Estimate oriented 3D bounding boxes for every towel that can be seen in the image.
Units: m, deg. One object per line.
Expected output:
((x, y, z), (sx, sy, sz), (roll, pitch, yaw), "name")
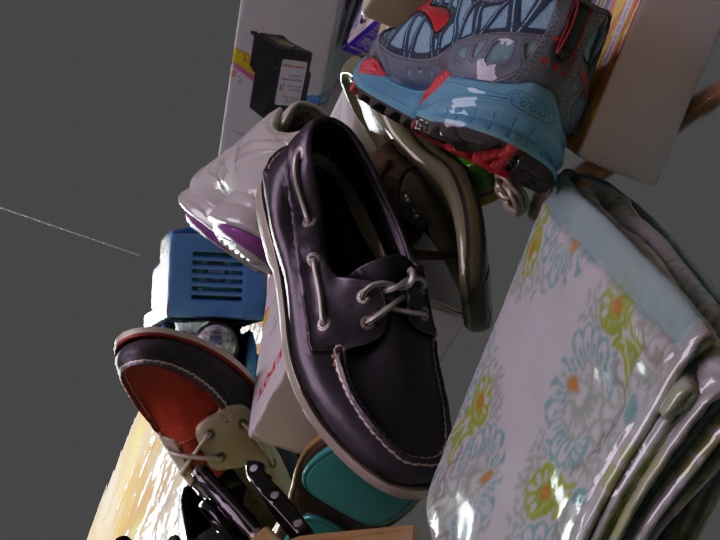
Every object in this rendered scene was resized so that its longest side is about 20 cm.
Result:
((0.080, 0.067, 0.567), (0.200, 0.048, 0.172), (-106, 37, -68), "towel")

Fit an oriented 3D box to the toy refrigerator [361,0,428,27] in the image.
((0.071, -0.182, 0.690), (0.200, 0.075, 0.071), (135, 151, -65), "toy refrigerator")

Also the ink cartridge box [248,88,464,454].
((0.000, 0.000, 0.900), (0.201, 0.083, 0.145), (-87, 20, -50), "ink cartridge box")

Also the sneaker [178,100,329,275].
((-0.052, -0.050, 0.880), (0.100, 0.075, 0.200), (-57, 17, -4), "sneaker")

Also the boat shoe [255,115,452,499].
((0.000, 0.013, 0.711), (0.063, 0.072, 0.201), (-57, 45, 47), "boat shoe")

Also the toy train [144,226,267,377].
((-0.113, 0.031, 1.042), (0.200, 0.086, 0.115), (160, 114, -77), "toy train")

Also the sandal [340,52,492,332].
((0.023, -0.038, 0.790), (0.080, 0.057, 0.202), (79, 167, -47), "sandal")

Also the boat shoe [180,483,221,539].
((-0.112, 0.219, 1.093), (0.200, 0.066, 0.075), (-95, 28, -60), "boat shoe")

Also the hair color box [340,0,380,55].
((0.051, -0.219, 1.045), (0.200, 0.064, 0.110), (165, 123, -73), "hair color box")

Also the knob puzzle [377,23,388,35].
((0.070, -0.209, 0.880), (0.219, 0.030, 0.221), (-28, 50, 40), "knob puzzle")

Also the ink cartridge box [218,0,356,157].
((-0.049, -0.177, 1.197), (0.146, 0.082, 0.201), (-64, -12, -57), "ink cartridge box")

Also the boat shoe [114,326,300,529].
((-0.087, 0.111, 0.910), (0.071, 0.200, 0.063), (-14, 43, 28), "boat shoe")

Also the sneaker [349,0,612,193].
((0.061, -0.097, 0.662), (0.096, 0.079, 0.200), (-61, 21, 5), "sneaker")

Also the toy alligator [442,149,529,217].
((0.071, -0.070, 0.795), (0.054, 0.060, 0.200), (-27, 21, -7), "toy alligator")

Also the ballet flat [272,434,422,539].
((-0.008, 0.119, 0.818), (0.200, 0.068, 0.063), (-55, 6, 46), "ballet flat")

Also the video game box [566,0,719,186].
((0.129, -0.156, 0.679), (0.182, 0.046, 0.202), (-116, 46, -75), "video game box")

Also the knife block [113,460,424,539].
((-0.048, 0.181, 0.667), (0.064, 0.174, 0.201), (60, -153, -43), "knife block")
